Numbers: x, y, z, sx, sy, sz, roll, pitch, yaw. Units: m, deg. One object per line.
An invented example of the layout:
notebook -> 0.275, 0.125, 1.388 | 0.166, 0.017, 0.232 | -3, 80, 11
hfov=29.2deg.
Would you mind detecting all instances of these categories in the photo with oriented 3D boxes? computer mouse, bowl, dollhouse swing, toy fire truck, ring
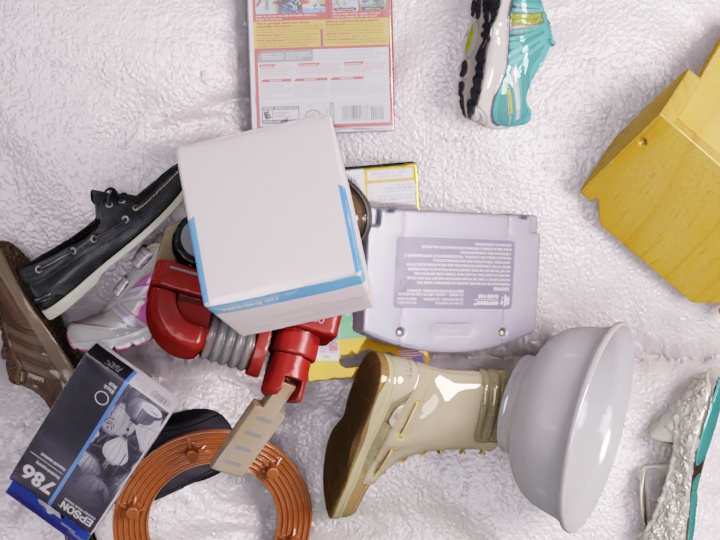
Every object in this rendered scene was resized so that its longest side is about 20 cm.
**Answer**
computer mouse -> -0.214, 0.222, 1.370 | 0.197, 0.046, 0.143 | -12, 95, 0
bowl -> 0.188, 0.138, 1.315 | 0.089, 0.200, 0.204 | 14, 96, 24
dollhouse swing -> 0.357, -0.105, 1.352 | 0.199, 0.176, 0.182 | 38, 136, -5
toy fire truck -> -0.118, 0.074, 1.257 | 0.174, 0.129, 0.203 | 16, 75, -10
ring -> -0.145, 0.251, 1.363 | 0.197, 0.019, 0.203 | -3, 111, -8

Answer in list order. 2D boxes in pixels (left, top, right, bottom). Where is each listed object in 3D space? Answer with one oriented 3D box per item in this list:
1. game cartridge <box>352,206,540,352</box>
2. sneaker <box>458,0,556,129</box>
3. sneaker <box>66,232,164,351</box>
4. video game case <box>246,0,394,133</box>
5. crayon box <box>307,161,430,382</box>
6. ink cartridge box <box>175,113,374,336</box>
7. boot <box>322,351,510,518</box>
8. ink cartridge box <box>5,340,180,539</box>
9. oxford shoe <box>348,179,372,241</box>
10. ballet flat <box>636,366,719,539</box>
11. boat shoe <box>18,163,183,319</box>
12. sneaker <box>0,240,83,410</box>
game cartridge -> 0.082, 0.010, 1.317 | 0.197, 0.041, 0.135 | 2, 89, -29
sneaker -> 0.148, -0.236, 1.326 | 0.079, 0.077, 0.203 | 8, 101, -21
sneaker -> -0.197, 0.014, 1.337 | 0.198, 0.081, 0.089 | -25, 95, -7
video game case -> -0.039, -0.235, 1.339 | 0.141, 0.017, 0.203 | -1, 96, -1
crayon box -> 0.000, 0.000, 1.348 | 0.124, 0.052, 0.203 | -4, 96, -1
ink cartridge box -> -0.064, -0.028, 1.130 | 0.123, 0.200, 0.131 | -12, 79, 1
boot -> 0.052, 0.168, 1.350 | 0.153, 0.073, 0.202 | 6, 124, -22
ink cartridge box -> -0.262, 0.174, 1.313 | 0.099, 0.039, 0.201 | 33, 111, -1
oxford shoe -> -0.080, -0.067, 1.276 | 0.198, 0.084, 0.074 | 20, 106, 28
ballet flat -> 0.311, 0.191, 1.369 | 0.071, 0.072, 0.203 | 10, 96, -2
boat shoe -> -0.242, -0.044, 1.315 | 0.199, 0.074, 0.066 | -43, 105, -5
sneaker -> -0.323, 0.072, 1.341 | 0.075, 0.070, 0.202 | -29, 94, 9
